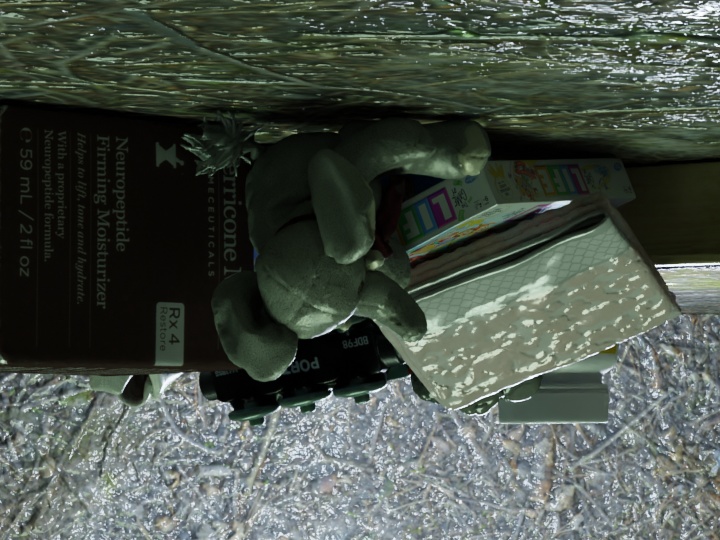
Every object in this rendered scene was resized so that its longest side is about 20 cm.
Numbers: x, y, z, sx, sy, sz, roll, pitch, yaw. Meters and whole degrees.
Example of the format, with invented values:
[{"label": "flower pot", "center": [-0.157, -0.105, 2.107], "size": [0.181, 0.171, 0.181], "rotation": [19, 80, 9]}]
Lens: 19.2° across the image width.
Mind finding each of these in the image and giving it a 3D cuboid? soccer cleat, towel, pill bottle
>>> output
[{"label": "soccer cleat", "center": [-0.178, 0.073, 1.793], "size": [0.070, 0.086, 0.200], "rotation": [4, 176, 21]}, {"label": "towel", "center": [0.122, 0.028, 1.580], "size": [0.200, 0.032, 0.191], "rotation": [-23, 148, 13]}, {"label": "pill bottle", "center": [0.167, 0.032, 1.841], "size": [0.114, 0.200, 0.114], "rotation": [0, 176, 0]}]

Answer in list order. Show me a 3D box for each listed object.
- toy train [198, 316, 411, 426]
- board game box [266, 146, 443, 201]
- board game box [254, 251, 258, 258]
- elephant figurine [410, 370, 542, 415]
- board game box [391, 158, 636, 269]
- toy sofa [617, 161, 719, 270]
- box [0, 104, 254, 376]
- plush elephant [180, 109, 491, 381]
[{"label": "toy train", "center": [-0.038, 0.076, 1.818], "size": [0.200, 0.085, 0.114], "rotation": [-14, -178, 27]}, {"label": "board game box", "center": [-0.052, -0.056, 1.620], "size": [0.196, 0.056, 0.200], "rotation": [-1, 176, 16]}, {"label": "board game box", "center": [-0.099, -0.015, 1.820], "size": [0.134, 0.045, 0.200], "rotation": [4, -164, 39]}, {"label": "elephant figurine", "center": [0.076, 0.010, 1.747], "size": [0.141, 0.200, 0.155], "rotation": [9, 131, -30]}, {"label": "board game box", "center": [0.094, -0.039, 1.546], "size": [0.134, 0.034, 0.200], "rotation": [-28, 167, 34]}, {"label": "toy sofa", "center": [0.266, -0.041, 1.627], "size": [0.200, 0.083, 0.098], "rotation": [-2, 174, 32]}, {"label": "box", "center": [-0.197, -0.014, 1.423], "size": [0.200, 0.166, 0.164], "rotation": [3, 174, -39]}, {"label": "plush elephant", "center": [-0.015, -0.014, 1.352], "size": [0.200, 0.155, 0.165], "rotation": [17, 132, -28]}]
